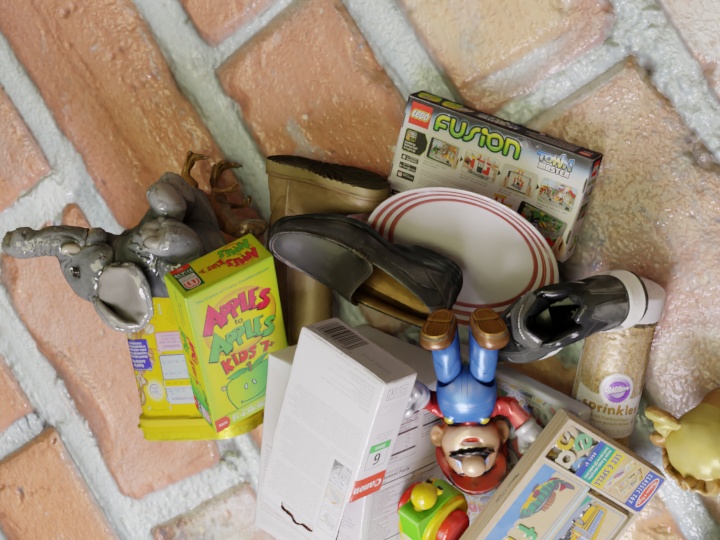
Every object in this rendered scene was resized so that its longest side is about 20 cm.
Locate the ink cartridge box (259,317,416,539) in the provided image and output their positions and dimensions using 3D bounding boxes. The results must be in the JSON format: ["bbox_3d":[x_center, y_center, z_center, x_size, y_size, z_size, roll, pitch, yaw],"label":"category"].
[{"bbox_3d":[-0.025,0.158,1.207,0.109,0.050,0.200,33,120,33],"label":"ink cartridge box"}]

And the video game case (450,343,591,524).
[{"bbox_3d":[0.139,0.186,1.309,0.200,0.023,0.182,25,116,42],"label":"video game case"}]

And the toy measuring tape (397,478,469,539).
[{"bbox_3d":[0.078,0.265,1.288,0.073,0.074,0.200,17,146,22],"label":"toy measuring tape"}]

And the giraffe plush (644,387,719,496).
[{"bbox_3d":[0.358,0.166,1.168,0.162,0.200,0.173,9,115,55],"label":"giraffe plush"}]

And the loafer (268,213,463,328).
[{"bbox_3d":[0.000,0.000,1.254,0.200,0.072,0.073,16,131,6],"label":"loafer"}]

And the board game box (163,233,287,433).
[{"bbox_3d":[-0.133,0.069,1.328,0.048,0.101,0.200,44,151,40],"label":"board game box"}]

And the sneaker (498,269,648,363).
[{"bbox_3d":[0.170,0.047,1.199,0.200,0.090,0.067,-25,75,51],"label":"sneaker"}]

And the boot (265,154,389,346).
[{"bbox_3d":[-0.039,-0.012,1.351,0.175,0.066,0.200,20,113,46],"label":"boot"}]

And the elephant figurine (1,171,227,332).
[{"bbox_3d":[-0.245,-0.006,1.342,0.200,0.141,0.155,-30,69,16],"label":"elephant figurine"}]

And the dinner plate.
[{"bbox_3d":[0.101,-0.014,1.270,0.200,0.024,0.200,15,140,13],"label":"dinner plate"}]

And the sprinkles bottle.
[{"bbox_3d":[0.244,0.105,1.245,0.068,0.068,0.200,17,112,22],"label":"sprinkles bottle"}]

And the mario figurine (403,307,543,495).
[{"bbox_3d":[0.107,0.140,1.216,0.123,0.106,0.200,18,131,36],"label":"mario figurine"}]

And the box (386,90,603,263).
[{"bbox_3d":[0.129,-0.095,1.265,0.200,0.035,0.110,23,113,20],"label":"box"}]

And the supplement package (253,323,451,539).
[{"bbox_3d":[-0.001,0.185,1.327,0.152,0.151,0.200,22,114,38],"label":"supplement package"}]

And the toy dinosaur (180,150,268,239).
[{"bbox_3d":[-0.183,-0.074,1.408,0.200,0.060,0.106,10,86,45],"label":"toy dinosaur"}]

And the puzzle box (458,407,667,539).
[{"bbox_3d":[0.186,0.244,1.229,0.133,0.025,0.200,31,101,-22],"label":"puzzle box"}]

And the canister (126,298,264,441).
[{"bbox_3d":[-0.196,0.086,1.456,0.148,0.087,0.200,-5,100,27],"label":"canister"}]
